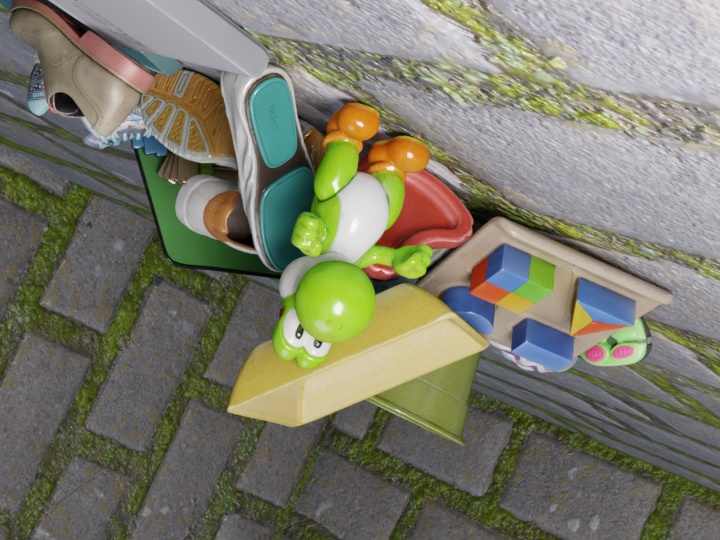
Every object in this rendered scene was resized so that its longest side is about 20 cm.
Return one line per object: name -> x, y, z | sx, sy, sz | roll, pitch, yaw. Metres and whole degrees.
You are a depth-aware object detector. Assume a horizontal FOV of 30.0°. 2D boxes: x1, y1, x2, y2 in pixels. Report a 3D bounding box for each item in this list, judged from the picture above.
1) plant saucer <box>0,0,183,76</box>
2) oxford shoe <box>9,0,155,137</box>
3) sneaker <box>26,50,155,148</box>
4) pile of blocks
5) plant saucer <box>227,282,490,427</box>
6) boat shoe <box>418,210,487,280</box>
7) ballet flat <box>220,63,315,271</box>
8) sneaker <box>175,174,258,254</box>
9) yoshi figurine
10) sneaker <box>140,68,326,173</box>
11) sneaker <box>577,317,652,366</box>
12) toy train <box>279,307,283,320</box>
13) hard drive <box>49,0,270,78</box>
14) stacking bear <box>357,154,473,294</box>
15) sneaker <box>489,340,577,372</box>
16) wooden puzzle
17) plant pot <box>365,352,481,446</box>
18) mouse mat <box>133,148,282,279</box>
plant saucer -> -0.257, -0.223, 1.227 | 0.198, 0.019, 0.070 | 23, 174, 21
oxford shoe -> -0.255, -0.175, 1.144 | 0.199, 0.075, 0.070 | 33, -178, 44
sneaker -> -0.227, -0.154, 1.301 | 0.198, 0.087, 0.078 | 21, -177, -10
pile of blocks -> -0.193, -0.138, 1.375 | 0.198, 0.083, 0.062 | 28, 174, -13
plant saucer -> -0.002, 0.068, 1.131 | 0.200, 0.198, 0.049 | 36, -149, -73
boat shoe -> 0.045, -0.013, 1.283 | 0.060, 0.073, 0.201 | 6, 163, -34
ballet flat -> -0.078, -0.091, 1.109 | 0.069, 0.069, 0.202 | 22, 139, 29
sneaker -> -0.068, -0.035, 1.221 | 0.198, 0.074, 0.084 | 6, -167, -44
yoshi figurine -> -0.006, -0.022, 1.026 | 0.111, 0.202, 0.112 | 15, 164, 15
sneaker -> -0.112, -0.119, 1.236 | 0.198, 0.076, 0.088 | 26, 179, 18
sneaker -> 0.244, 0.057, 1.347 | 0.083, 0.078, 0.200 | 9, -178, -16
toy train -> 0.014, 0.031, 1.394 | 0.198, 0.056, 0.149 | 3, 171, -36
hard drive -> -0.175, -0.201, 1.028 | 0.199, 0.027, 0.131 | 21, 172, 46
stacking bear -> 0.000, 0.000, 1.202 | 0.114, 0.121, 0.201 | 52, 145, 19
sneaker -> 0.198, 0.070, 1.540 | 0.199, 0.078, 0.140 | 28, 174, -24
wooden puzzle -> 0.151, 0.035, 1.206 | 0.183, 0.047, 0.200 | 22, 151, -19
plant pot -> 0.077, 0.087, 1.661 | 0.198, 0.192, 0.200 | 24, 174, 3
mouse mat -> -0.154, -0.067, 1.454 | 0.008, 0.163, 0.199 | -35, 152, 34
